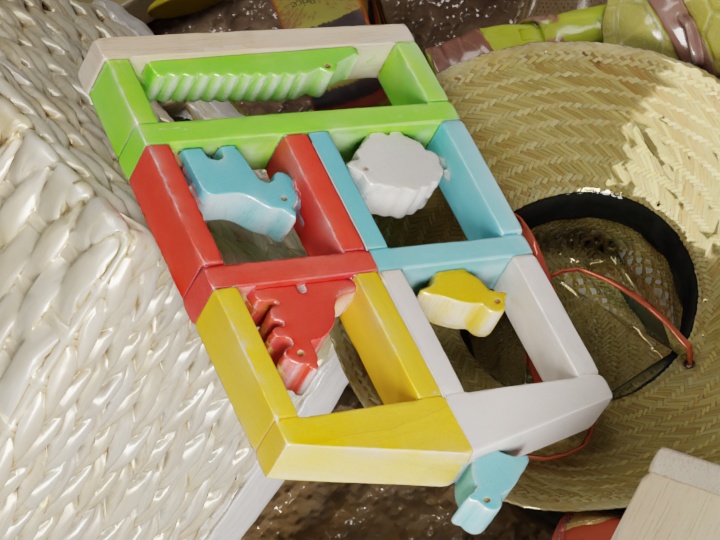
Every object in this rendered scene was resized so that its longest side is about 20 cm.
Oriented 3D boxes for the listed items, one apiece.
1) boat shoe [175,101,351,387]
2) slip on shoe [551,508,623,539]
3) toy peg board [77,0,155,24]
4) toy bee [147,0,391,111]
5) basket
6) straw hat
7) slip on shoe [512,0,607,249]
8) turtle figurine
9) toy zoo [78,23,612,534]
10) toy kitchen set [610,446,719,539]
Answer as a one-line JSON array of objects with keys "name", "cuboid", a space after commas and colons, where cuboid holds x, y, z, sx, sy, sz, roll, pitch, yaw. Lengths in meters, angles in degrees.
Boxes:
[{"name": "boat shoe", "cuboid": [-0.028, -0.021, 1.149, 0.068, 0.072, 0.200, -42, 57, -16]}, {"name": "slip on shoe", "cuboid": [0.050, 0.169, 0.965, 0.061, 0.074, 0.201, 33, 97, 32]}, {"name": "toy peg board", "cuboid": [-0.115, -0.220, 1.285, 0.199, 0.098, 0.200, -28, 51, 13]}, {"name": "toy bee", "cuboid": [-0.035, -0.141, 1.148, 0.131, 0.200, 0.109, -39, 7, 13]}, {"name": "basket", "cuboid": [-0.133, 0.018, 1.063, 0.198, 0.160, 0.200, 45, 110, 32]}, {"name": "straw hat", "cuboid": [0.075, 0.020, 1.035, 0.200, 0.085, 0.202, 2, 56, -3]}, {"name": "slip on shoe", "cuboid": [0.094, -0.104, 1.163, 0.076, 0.061, 0.201, 12, 63, 28]}, {"name": "turtle figurine", "cuboid": [0.117, -0.080, 1.094, 0.161, 0.064, 0.201, -30, 84, -2]}, {"name": "toy zoo", "cuboid": [0.000, 0.000, 0.952, 0.131, 0.020, 0.201, -5, 54, -33]}, {"name": "toy kitchen set", "cuboid": [0.162, 0.191, 0.861, 0.199, 0.181, 0.164, 17, 66, 30]}]
